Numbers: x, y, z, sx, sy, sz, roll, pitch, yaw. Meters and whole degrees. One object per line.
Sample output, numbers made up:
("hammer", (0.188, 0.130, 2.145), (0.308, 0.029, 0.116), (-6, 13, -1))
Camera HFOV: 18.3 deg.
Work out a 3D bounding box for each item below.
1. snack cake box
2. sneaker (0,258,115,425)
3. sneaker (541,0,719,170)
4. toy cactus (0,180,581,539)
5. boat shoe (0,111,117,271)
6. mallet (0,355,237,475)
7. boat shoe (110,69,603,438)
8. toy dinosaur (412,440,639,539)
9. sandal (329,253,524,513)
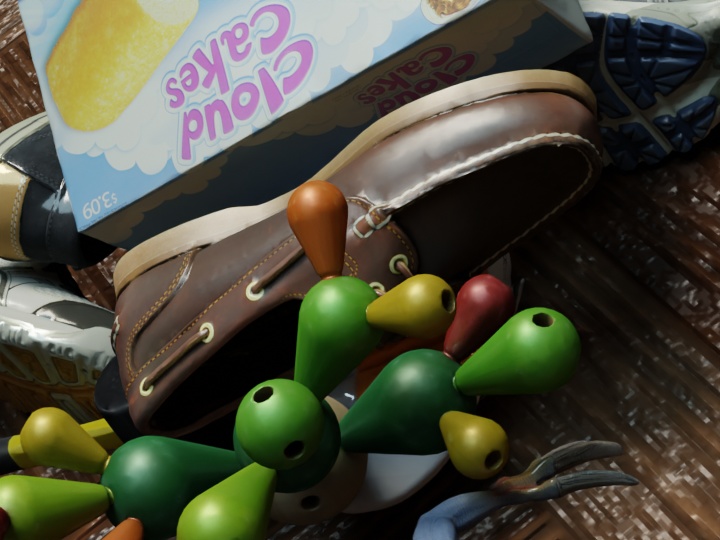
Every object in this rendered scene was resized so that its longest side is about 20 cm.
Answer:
("snack cake box", (-0.026, -0.098, 0.847), (0.199, 0.067, 0.116), (-28, 65, 23))
("sneaker", (-0.151, 0.007, 0.967), (0.199, 0.076, 0.088), (12, 57, 41))
("sneaker", (0.135, -0.098, 0.890), (0.199, 0.077, 0.085), (-6, 37, 21))
("toy cactus", (-0.030, 0.051, 0.725), (0.199, 0.165, 0.103), (-28, 79, -1))
("boat shoe", (-0.089, -0.056, 0.968), (0.062, 0.075, 0.200), (21, 36, 24))
("mallet", (-0.127, 0.079, 0.915), (0.199, 0.066, 0.041), (-20, 37, 39))
("boat shoe", (0.000, 0.000, 0.790), (0.199, 0.070, 0.071), (-28, 48, 22))
("toy dinosaur", (0.012, 0.129, 0.678), (0.199, 0.106, 0.181), (-17, -5, -34))
("sandal", (0.028, 0.000, 0.857), (0.079, 0.059, 0.208), (-7, 61, 29))
